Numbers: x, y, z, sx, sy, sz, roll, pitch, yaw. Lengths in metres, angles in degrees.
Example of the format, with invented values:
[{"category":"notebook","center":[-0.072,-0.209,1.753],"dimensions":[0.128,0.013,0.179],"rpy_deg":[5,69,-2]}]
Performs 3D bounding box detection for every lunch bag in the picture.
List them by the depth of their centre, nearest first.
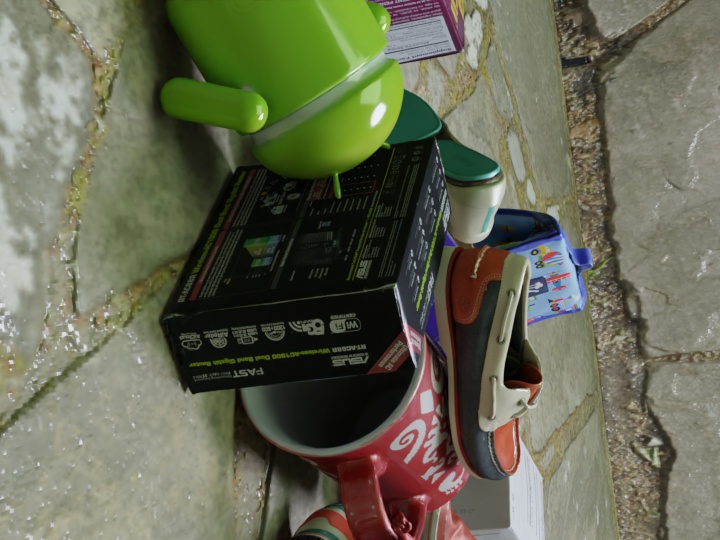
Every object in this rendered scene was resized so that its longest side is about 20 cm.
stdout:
[{"category":"lunch bag","center":[0.125,-0.001,1.480],"dimensions":[0.151,0.198,0.095],"rpy_deg":[60,27,-55]}]

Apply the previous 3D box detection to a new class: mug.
[{"category":"mug","center":[0.002,0.119,1.106],"dimensions":[0.200,0.132,0.179],"rpy_deg":[53,52,-60]}]

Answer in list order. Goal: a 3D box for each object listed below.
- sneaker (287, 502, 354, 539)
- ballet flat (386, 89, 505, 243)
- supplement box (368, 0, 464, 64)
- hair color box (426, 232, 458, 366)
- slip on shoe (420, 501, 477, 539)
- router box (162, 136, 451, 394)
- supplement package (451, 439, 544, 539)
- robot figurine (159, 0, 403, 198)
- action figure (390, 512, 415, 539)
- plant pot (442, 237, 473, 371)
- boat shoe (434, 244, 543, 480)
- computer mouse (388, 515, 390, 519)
[{"category":"sneaker","center":[-0.004,0.263,1.115],"dimensions":[0.093,0.070,0.202],"rpy_deg":[-49,127,-64]},{"category":"ballet flat","center":[0.051,-0.080,1.200],"dimensions":[0.200,0.069,0.070],"rpy_deg":[50,-19,54]},{"category":"supplement box","center":[0.027,-0.303,1.444],"dimensions":[0.200,0.102,0.132],"rpy_deg":[58,27,-59]},{"category":"hair color box","center":[0.022,-0.030,1.157],"dimensions":[0.201,0.065,0.109],"rpy_deg":[52,-4,-7]},{"category":"slip on shoe","center":[0.080,0.239,1.271],"dimensions":[0.074,0.061,0.201],"rpy_deg":[-90,169,-56]},{"category":"router box","center":[-0.027,-0.007,1.000],"dimensions":[0.201,0.148,0.063],"rpy_deg":[-72,151,-57]},{"category":"supplement package","center":[0.109,0.226,1.483],"dimensions":[0.200,0.113,0.111],"rpy_deg":[58,29,-61]},{"category":"robot figurine","center":[-0.048,-0.148,0.996],"dimensions":[0.201,0.115,0.175],"rpy_deg":[58,42,-11]},{"category":"action figure","center":[0.019,0.198,0.975],"dimensions":[0.065,0.198,0.100],"rpy_deg":[49,-45,39]},{"category":"plant pot","center":[0.072,0.072,1.329],"dimensions":[0.201,0.092,0.203],"rpy_deg":[-14,90,-87]},{"category":"boat shoe","center":[0.096,0.070,1.076],"dimensions":[0.071,0.062,0.202],"rpy_deg":[-61,147,-50]},{"category":"computer mouse","center":[0.017,0.190,1.283],"dimensions":[0.139,0.052,0.202],"rpy_deg":[76,6,-55]}]
